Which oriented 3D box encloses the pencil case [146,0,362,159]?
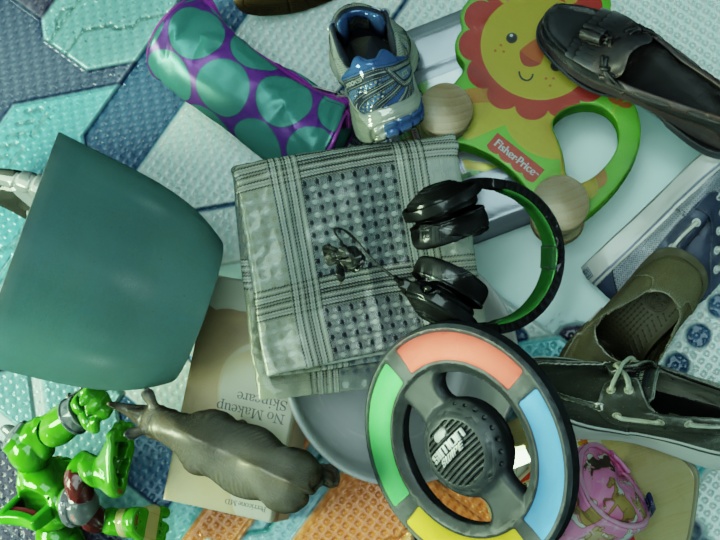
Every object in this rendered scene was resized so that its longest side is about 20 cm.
[{"bbox_3d":[-0.093,-0.160,1.454,0.200,0.085,0.092,35,107,12],"label":"pencil case"}]

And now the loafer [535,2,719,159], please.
[{"bbox_3d":[0.233,-0.165,1.332,0.200,0.063,0.072,34,79,12],"label":"loafer"}]

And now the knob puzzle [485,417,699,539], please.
[{"bbox_3d":[0.196,0.192,1.358,0.219,0.030,0.220,5,98,38],"label":"knob puzzle"}]

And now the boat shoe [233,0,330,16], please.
[{"bbox_3d":[-0.025,-0.289,1.466,0.200,0.072,0.065,-24,72,5],"label":"boat shoe"}]

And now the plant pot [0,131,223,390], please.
[{"bbox_3d":[-0.208,0.009,1.359,0.161,0.201,0.201,21,88,-11],"label":"plant pot"}]

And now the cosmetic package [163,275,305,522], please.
[{"bbox_3d":[-0.097,0.111,1.433,0.105,0.071,0.200,9,86,11],"label":"cosmetic package"}]

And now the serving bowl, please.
[{"bbox_3d":[0.029,0.078,1.391,0.200,0.066,0.200,-1,93,-13],"label":"serving bowl"}]

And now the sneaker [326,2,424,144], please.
[{"bbox_3d":[0.009,-0.189,1.373,0.077,0.200,0.085,-20,123,0],"label":"sneaker"}]

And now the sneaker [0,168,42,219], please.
[{"bbox_3d":[-0.261,-0.022,1.478,0.200,0.075,0.116,12,89,11],"label":"sneaker"}]

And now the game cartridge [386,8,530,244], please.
[{"bbox_3d":[0.089,-0.125,1.443,0.133,0.040,0.200,-20,81,4],"label":"game cartridge"}]

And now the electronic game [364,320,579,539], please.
[{"bbox_3d":[0.083,0.137,1.276,0.200,0.042,0.200,13,110,39],"label":"electronic game"}]

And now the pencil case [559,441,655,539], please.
[{"bbox_3d":[0.145,0.225,1.328,0.200,0.086,0.083,-49,45,32],"label":"pencil case"}]

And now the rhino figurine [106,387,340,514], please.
[{"bbox_3d":[-0.118,0.144,1.351,0.200,0.087,0.060,23,87,10],"label":"rhino figurine"}]

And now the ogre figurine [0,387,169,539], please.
[{"bbox_3d":[-0.244,0.192,1.431,0.120,0.200,0.098,-2,44,23],"label":"ogre figurine"}]

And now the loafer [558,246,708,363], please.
[{"bbox_3d":[0.208,0.067,1.356,0.076,0.067,0.200,35,116,11],"label":"loafer"}]

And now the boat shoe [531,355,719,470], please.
[{"bbox_3d":[0.213,0.096,1.288,0.200,0.064,0.071,13,47,3],"label":"boat shoe"}]

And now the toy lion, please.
[{"bbox_3d":[0.156,-0.150,1.390,0.200,0.069,0.192,41,85,11],"label":"toy lion"}]

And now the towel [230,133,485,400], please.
[{"bbox_3d":[0.000,0.000,1.330,0.192,0.035,0.200,-8,95,-12],"label":"towel"}]

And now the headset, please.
[{"bbox_3d":[0.069,-0.012,1.282,0.200,0.094,0.124,1,91,-17],"label":"headset"}]

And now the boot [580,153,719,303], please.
[{"bbox_3d":[0.287,-0.037,1.385,0.200,0.073,0.090,-44,85,12],"label":"boot"}]
